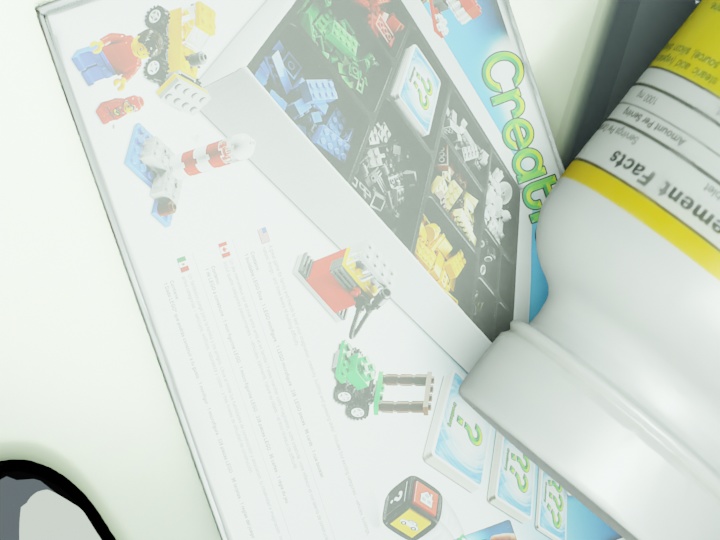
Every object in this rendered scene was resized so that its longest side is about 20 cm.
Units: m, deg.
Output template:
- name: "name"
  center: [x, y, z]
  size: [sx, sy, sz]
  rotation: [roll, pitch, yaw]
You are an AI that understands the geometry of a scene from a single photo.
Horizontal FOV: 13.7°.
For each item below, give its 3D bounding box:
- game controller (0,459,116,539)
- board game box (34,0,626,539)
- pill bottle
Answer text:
- name: "game controller"
  center: [-0.146, 0.140, 0.840]
  size: [0.199, 0.042, 0.105]
  rotation: [-32, 99, -3]
- name: "board game box"
  center: [0.000, 0.000, 0.845]
  size: [0.126, 0.035, 0.201]
  rotation: [-19, 98, -5]
- name: "pill bottle"
  center: [0.120, -0.018, 0.791]
  size: [0.112, 0.112, 0.200]
  rotation: [39, 88, -9]
